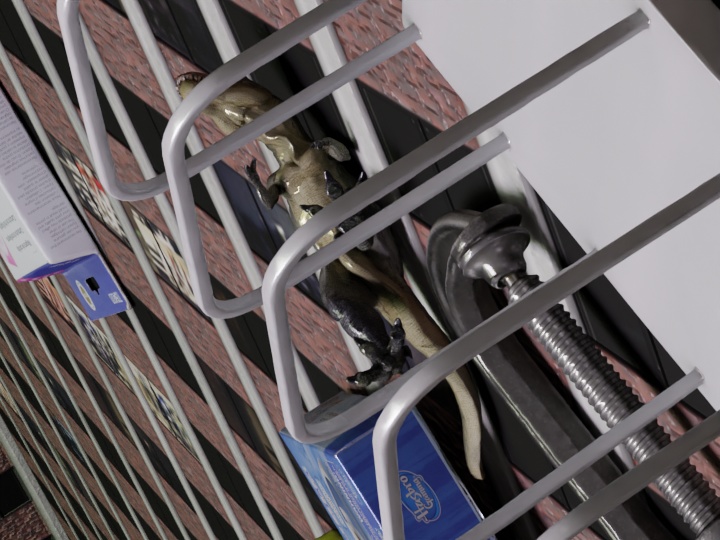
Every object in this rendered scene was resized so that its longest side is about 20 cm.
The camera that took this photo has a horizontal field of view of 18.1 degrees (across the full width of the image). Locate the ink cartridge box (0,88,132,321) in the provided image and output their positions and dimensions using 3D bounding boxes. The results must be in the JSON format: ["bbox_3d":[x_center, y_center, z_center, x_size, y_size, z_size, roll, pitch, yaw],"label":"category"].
[{"bbox_3d":[-0.241,-0.045,1.593,0.201,0.043,0.196,61,165,-3],"label":"ink cartridge box"}]

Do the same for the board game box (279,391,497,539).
[{"bbox_3d":[0.042,0.150,0.998,0.201,0.043,0.199,59,173,-3],"label":"board game box"}]

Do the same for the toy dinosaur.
[{"bbox_3d":[0.000,0.000,0.857,0.201,0.047,0.088,57,-176,-5],"label":"toy dinosaur"}]

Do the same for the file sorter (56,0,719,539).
[{"bbox_3d":[0.030,-0.007,0.579,0.200,0.124,0.139,52,165,22],"label":"file sorter"}]

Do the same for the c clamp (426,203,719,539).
[{"bbox_3d":[0.082,0.049,0.731,0.200,0.027,0.171,50,169,23],"label":"c clamp"}]

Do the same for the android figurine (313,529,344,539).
[{"bbox_3d":[0.030,0.227,1.106,0.182,0.041,0.201,41,-157,-58],"label":"android figurine"}]
